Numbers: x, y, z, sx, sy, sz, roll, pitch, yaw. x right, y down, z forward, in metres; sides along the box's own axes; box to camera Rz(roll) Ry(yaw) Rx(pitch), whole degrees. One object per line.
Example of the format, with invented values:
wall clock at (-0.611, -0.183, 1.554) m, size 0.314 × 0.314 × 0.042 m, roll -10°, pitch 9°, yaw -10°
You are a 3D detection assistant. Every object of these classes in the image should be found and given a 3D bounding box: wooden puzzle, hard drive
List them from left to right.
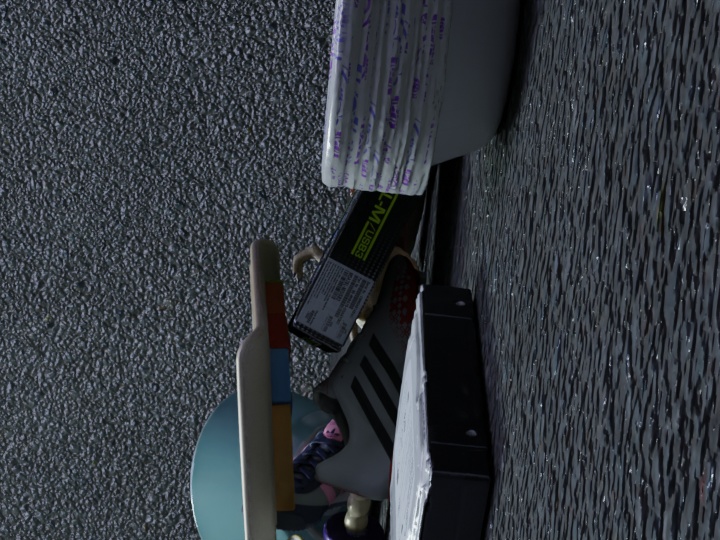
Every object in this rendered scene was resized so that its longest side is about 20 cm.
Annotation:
wooden puzzle at (-0.066, 0.095, 1.275) m, size 0.200 × 0.037 × 0.187 m, roll -90°, pitch -1°, yaw -68°
hard drive at (0.042, 0.116, 0.974) m, size 0.201 × 0.037 × 0.141 m, roll -91°, pitch 7°, yaw -61°

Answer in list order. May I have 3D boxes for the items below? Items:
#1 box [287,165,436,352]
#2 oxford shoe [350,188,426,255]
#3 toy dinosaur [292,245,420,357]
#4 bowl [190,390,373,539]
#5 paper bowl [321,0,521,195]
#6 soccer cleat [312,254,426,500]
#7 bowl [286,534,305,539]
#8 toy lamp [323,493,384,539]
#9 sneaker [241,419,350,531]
box at (0.008, -0.035, 1.267) m, size 0.201 × 0.047 × 0.193 m, roll -63°, pitch 0°, yaw -5°
oxford shoe at (0.027, -0.083, 1.425) m, size 0.075 × 0.070 × 0.202 m, roll -54°, pitch -20°, yaw -65°
toy dinosaur at (0.000, 0.000, 1.398) m, size 0.058 × 0.100 × 0.202 m, roll 1°, pitch -101°, yaw -72°
bowl at (-0.059, 0.211, 1.669) m, size 0.104 × 0.200 × 0.203 m, roll -8°, pitch 71°, yaw 42°
paper bowl at (0.035, -0.145, 0.989) m, size 0.201 × 0.103 × 0.203 m, roll -174°, pitch 90°, yaw -87°
soccer cleat at (0.008, 0.074, 1.264) m, size 0.069 × 0.084 × 0.202 m, roll 101°, pitch 174°, yaw -61°
bowl at (-0.022, 0.294, 1.190) m, size 0.201 × 0.093 × 0.203 m, roll -167°, pitch 90°, yaw -80°
toy lamp at (0.001, 0.186, 1.481) m, size 0.058 × 0.058 × 0.202 m, roll -89°, pitch 5°, yaw -60°
sneaker at (-0.040, 0.176, 1.541) m, size 0.200 × 0.070 × 0.083 m, roll -18°, pitch -55°, yaw -61°
